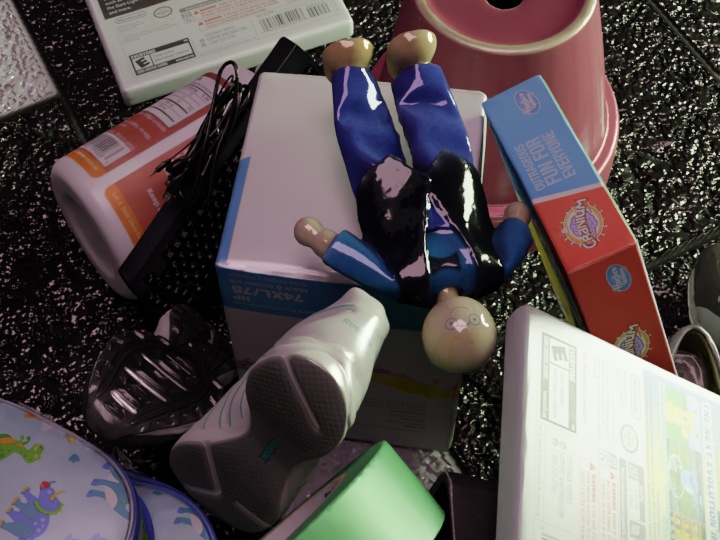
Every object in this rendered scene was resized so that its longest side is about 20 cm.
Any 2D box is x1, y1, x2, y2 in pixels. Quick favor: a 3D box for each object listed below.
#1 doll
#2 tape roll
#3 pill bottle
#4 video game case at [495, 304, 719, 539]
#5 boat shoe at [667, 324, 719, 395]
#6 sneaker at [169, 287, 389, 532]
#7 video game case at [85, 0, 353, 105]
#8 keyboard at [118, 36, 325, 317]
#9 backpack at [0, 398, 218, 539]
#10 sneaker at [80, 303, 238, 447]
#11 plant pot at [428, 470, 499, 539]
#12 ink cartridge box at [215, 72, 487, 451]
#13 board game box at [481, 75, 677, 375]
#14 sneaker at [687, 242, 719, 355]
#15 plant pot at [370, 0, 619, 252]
[{"bbox_3d":[0.028,-0.035,0.729,0.135,0.049,0.202,-9,63,-15],"label":"doll"},{"bbox_3d":[-0.048,0.165,0.642,0.200,0.200,0.048,-41,88,-23],"label":"tape roll"},{"bbox_3d":[-0.112,-0.075,0.960,0.199,0.113,0.112,-33,62,-20],"label":"pill bottle"},{"bbox_3d":[0.145,0.136,0.668,0.181,0.022,0.202,24,50,-21],"label":"video game case"},{"bbox_3d":[0.208,0.127,0.852,0.071,0.065,0.202,5,57,4],"label":"boat shoe"},{"bbox_3d":[-0.040,0.080,0.727,0.070,0.200,0.080,43,49,-2],"label":"sneaker"},{"bbox_3d":[-0.129,-0.236,1.120,0.198,0.023,0.183,-19,59,-11],"label":"video game case"},{"bbox_3d":[-0.085,-0.056,0.888,0.040,0.104,0.201,33,88,45],"label":"keyboard"},{"bbox_3d":[-0.179,0.185,0.769,0.198,0.148,0.184,22,63,9],"label":"backpack"},{"bbox_3d":[-0.127,0.080,0.825,0.074,0.200,0.080,40,99,2],"label":"sneaker"},{"bbox_3d":[0.106,0.245,0.709,0.175,0.200,0.202,7,55,-12],"label":"plant pot"},{"bbox_3d":[0.000,0.000,0.856,0.144,0.201,0.148,6,57,6],"label":"ink cartridge box"},{"bbox_3d":[0.140,0.005,0.804,0.040,0.201,0.154,-24,44,5],"label":"board game box"},{"bbox_3d":[0.276,0.044,0.876,0.074,0.116,0.202,-8,57,-5],"label":"sneaker"},{"bbox_3d":[0.097,-0.142,0.963,0.197,0.180,0.202,0,56,0],"label":"plant pot"}]
